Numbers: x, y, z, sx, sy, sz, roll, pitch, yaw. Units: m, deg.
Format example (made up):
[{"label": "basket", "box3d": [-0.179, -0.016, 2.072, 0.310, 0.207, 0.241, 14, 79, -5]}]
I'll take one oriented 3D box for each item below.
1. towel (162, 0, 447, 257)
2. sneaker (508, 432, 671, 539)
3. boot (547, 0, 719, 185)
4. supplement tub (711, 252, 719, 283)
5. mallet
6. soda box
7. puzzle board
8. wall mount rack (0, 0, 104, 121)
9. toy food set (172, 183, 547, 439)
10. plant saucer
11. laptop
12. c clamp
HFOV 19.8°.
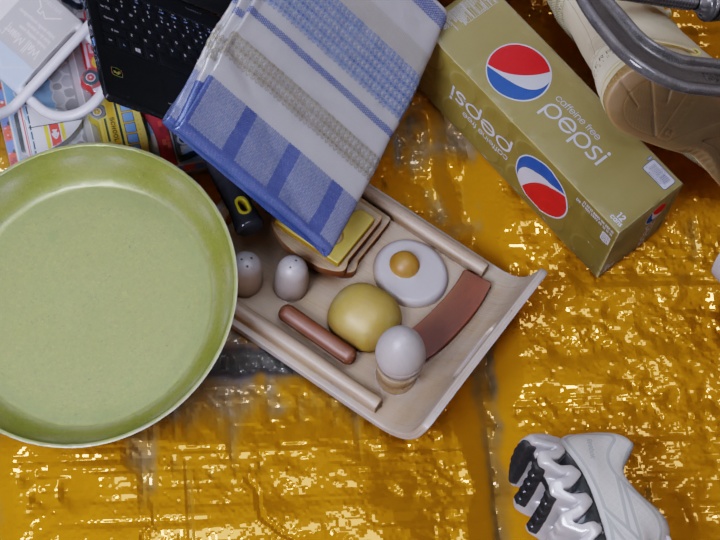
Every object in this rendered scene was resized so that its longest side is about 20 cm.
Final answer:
[{"label": "towel", "box3d": [-0.031, -0.130, 1.305, 0.147, 0.024, 0.201, 38, 64, -27]}, {"label": "sneaker", "box3d": [0.160, 0.186, 1.253, 0.080, 0.075, 0.201, -8, 65, -22]}, {"label": "boot", "box3d": [0.221, -0.132, 1.414, 0.199, 0.073, 0.156, 19, 29, -31]}, {"label": "supplement tub", "box3d": [0.333, 0.034, 1.310, 0.144, 0.145, 0.200, -33, 71, -22]}, {"label": "mallet", "box3d": [-0.100, -0.110, 1.355, 0.065, 0.041, 0.201, -23, 65, -22]}, {"label": "soda box", "box3d": [0.121, -0.096, 1.389, 0.064, 0.068, 0.200, -35, 73, -22]}, {"label": "puzzle board", "box3d": [-0.178, -0.147, 1.401, 0.149, 0.017, 0.201, -11, 65, -13]}, {"label": "wall mount rack", "box3d": [-0.265, -0.159, 1.354, 0.200, 0.075, 0.174, 40, 83, 24]}, {"label": "toy food set", "box3d": [0.000, 0.000, 1.325, 0.199, 0.061, 0.144, 34, 63, 12]}, {"label": "plant saucer", "box3d": [-0.172, 0.018, 1.289, 0.198, 0.031, 0.202, -2, 70, 6]}, {"label": "laptop", "box3d": [-0.081, -0.182, 1.318, 0.176, 0.103, 0.201, 18, 39, -34]}, {"label": "c clamp", "box3d": [0.197, -0.168, 1.339, 0.199, 0.027, 0.171, 6, 37, -34]}]
